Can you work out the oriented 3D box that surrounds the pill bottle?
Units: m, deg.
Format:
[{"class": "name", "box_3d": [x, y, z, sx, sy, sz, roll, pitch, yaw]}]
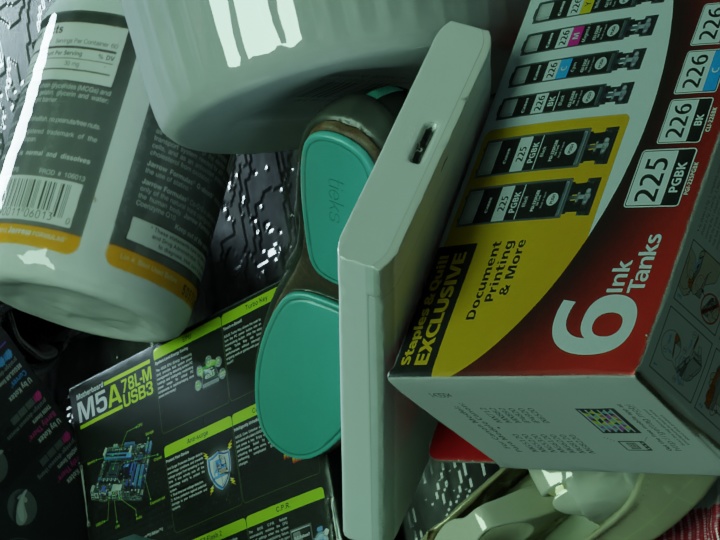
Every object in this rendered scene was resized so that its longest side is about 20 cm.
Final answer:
[{"class": "pill bottle", "box_3d": [-0.118, -0.074, 1.320, 0.116, 0.116, 0.201, 0, 70, 48]}]

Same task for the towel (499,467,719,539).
[{"class": "towel", "box_3d": [0.111, 0.078, 1.139, 0.144, 0.023, 0.202, -14, 75, 47]}]

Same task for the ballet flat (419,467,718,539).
[{"class": "ballet flat", "box_3d": [0.083, 0.097, 1.104, 0.200, 0.069, 0.070, -45, 54, 38]}]

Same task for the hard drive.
[{"class": "hard drive", "box_3d": [0.023, 0.010, 1.108, 0.026, 0.201, 0.132, 16, 54, 13]}]

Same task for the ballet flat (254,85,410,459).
[{"class": "ballet flat", "box_3d": [0.000, 0.000, 1.184, 0.068, 0.068, 0.201, 28, 133, 16]}]

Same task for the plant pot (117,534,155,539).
[{"class": "plant pot", "box_3d": [-0.060, 0.249, 1.159, 0.199, 0.196, 0.197, 1, 108, 31]}]

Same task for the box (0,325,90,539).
[{"class": "box", "box_3d": [-0.239, 0.090, 1.386, 0.122, 0.106, 0.201, -15, 114, 46]}]

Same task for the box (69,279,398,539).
[{"class": "box", "box_3d": [-0.064, 0.123, 1.309, 0.199, 0.047, 0.195, -27, 63, 43]}]

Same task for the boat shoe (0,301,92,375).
[{"class": "boat shoe", "box_3d": [-0.186, 0.024, 1.435, 0.198, 0.073, 0.069, -17, 58, 36]}]

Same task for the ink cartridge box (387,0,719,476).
[{"class": "ink cartridge box", "box_3d": [0.097, -0.024, 1.061, 0.175, 0.084, 0.201, -4, 57, 45]}]

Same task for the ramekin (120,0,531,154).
[{"class": "ramekin", "box_3d": [-0.013, -0.122, 1.176, 0.200, 0.200, 0.099, -22, 78, 44]}]
